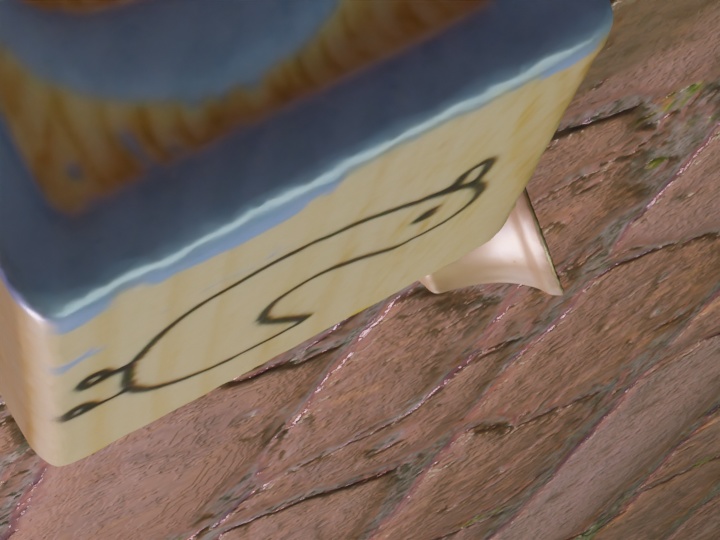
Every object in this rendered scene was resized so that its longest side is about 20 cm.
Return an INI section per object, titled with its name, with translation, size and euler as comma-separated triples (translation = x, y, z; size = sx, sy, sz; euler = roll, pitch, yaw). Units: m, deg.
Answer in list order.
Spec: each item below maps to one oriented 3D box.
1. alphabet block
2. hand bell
[alphabet block]
translation = -0.062, -0.080, 0.730
size = 0.194, 0.197, 0.200
euler = -26, 169, -12
[hand bell]
translation = 0.000, 0.000, 1.253
size = 0.199, 0.105, 0.104
euler = -21, 161, 5
